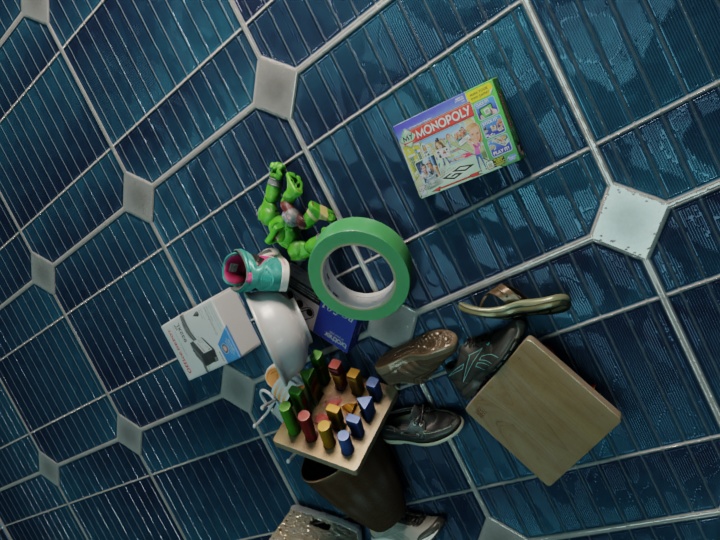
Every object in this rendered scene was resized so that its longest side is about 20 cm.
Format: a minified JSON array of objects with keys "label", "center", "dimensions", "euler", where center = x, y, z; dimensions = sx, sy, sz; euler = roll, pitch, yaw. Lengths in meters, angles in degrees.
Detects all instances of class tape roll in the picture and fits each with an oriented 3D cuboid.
[{"label":"tape roll","center":[0.000,0.000,1.288],"dimensions":[0.194,0.049,0.205],"euler":[7,125,10]}]

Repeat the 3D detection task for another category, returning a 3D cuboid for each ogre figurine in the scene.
[{"label":"ogre figurine","center":[-0.133,-0.103,1.344],"dimensions":[0.199,0.098,0.120],"euler":[41,114,-6]}]

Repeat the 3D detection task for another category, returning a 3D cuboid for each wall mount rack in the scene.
[{"label":"wall mount rack","center":[-0.170,0.350,1.528],"dimensions":[0.200,0.074,0.175],"euler":[44,148,7]}]

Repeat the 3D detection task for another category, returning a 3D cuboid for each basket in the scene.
[{"label":"basket","center":[-0.107,0.691,1.587],"dimensions":[0.193,0.160,0.206],"euler":[7,114,27]}]

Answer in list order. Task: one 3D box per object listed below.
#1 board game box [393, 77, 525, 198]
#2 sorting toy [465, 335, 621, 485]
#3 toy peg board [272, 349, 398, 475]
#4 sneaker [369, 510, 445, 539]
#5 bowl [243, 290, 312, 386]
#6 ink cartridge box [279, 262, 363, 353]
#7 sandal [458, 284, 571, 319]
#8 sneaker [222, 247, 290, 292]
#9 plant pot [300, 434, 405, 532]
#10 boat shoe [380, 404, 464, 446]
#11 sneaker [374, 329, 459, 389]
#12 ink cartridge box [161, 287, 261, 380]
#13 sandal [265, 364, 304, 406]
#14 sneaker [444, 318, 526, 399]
[{"label":"board game box","center":[0.162,-0.218,1.159],"dimensions":[0.196,0.029,0.138],"euler":[-19,99,35]},{"label":"sorting toy","center":[0.321,0.237,1.209],"dimensions":[0.199,0.069,0.201],"euler":[41,124,10]},{"label":"toy peg board","center":[-0.056,0.265,1.360],"dimensions":[0.194,0.202,0.099],"euler":[11,138,27]},{"label":"sneaker","center":[0.092,0.546,1.471],"dimensions":[0.197,0.073,0.081],"euler":[-21,93,35]},{"label":"bowl","center":[-0.153,0.118,1.366],"dimensions":[0.088,0.201,0.206],"euler":[-25,97,-8]},{"label":"ink cartridge box","center":[-0.086,0.075,1.414],"dimensions":[0.197,0.044,0.096],"euler":[30,123,18]},{"label":"sandal","center":[0.264,0.051,1.183],"dimensions":[0.196,0.079,0.059],"euler":[-9,79,31]},{"label":"sneaker","center":[-0.217,-0.003,1.366],"dimensions":[0.199,0.117,0.086],"euler":[-154,70,-68]},{"label":"plant pot","center":[0.004,0.438,1.432],"dimensions":[0.184,0.188,0.202],"euler":[-25,108,35]},{"label":"boat shoe","center":[0.110,0.296,1.359],"dimensions":[0.196,0.075,0.067],"euler":[-12,121,43]},{"label":"sneaker","center":[0.120,0.175,1.325],"dimensions":[0.197,0.071,0.076],"euler":[-24,114,39]},{"label":"ink cartridge box","center":[-0.344,0.147,1.576],"dimensions":[0.197,0.083,0.148],"euler":[-25,95,36]},{"label":"sandal","center":[-0.137,0.275,1.512],"dimensions":[0.203,0.059,0.081],"euler":[26,121,22]},{"label":"sneaker","center":[0.220,0.150,1.236],"dimensions":[0.079,0.075,0.202],"euler":[44,126,14]}]
